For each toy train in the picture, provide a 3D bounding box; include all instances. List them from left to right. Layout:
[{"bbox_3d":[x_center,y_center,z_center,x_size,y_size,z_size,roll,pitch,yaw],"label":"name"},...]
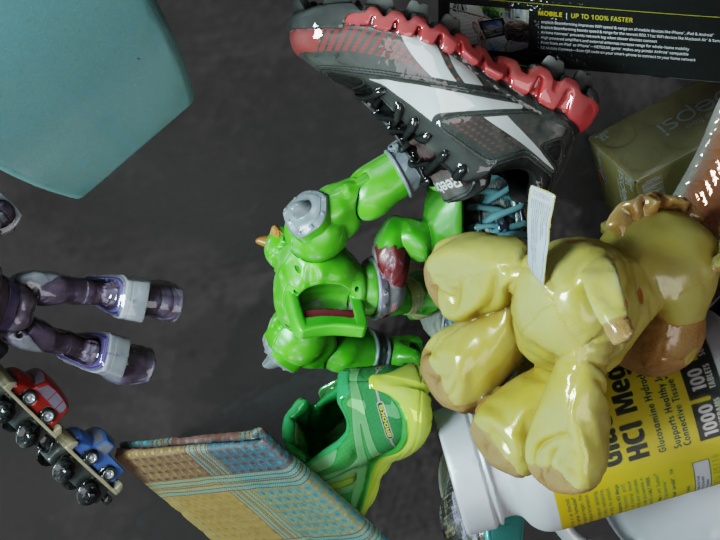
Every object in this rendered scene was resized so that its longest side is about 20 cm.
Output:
[{"bbox_3d":[-0.211,0.084,1.187,0.046,0.034,0.200,-45,129,-10],"label":"toy train"}]

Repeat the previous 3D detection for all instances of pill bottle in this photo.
[{"bbox_3d":[0.153,0.105,1.227,0.198,0.113,0.113,-17,128,2],"label":"pill bottle"}]

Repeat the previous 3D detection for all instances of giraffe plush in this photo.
[{"bbox_3d":[0.149,0.018,1.135,0.161,0.173,0.201,-18,140,-35],"label":"giraffe plush"}]

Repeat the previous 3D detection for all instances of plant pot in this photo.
[{"bbox_3d":[-0.185,-0.142,0.991,0.141,0.142,0.200,-40,136,2],"label":"plant pot"}]

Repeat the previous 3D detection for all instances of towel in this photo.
[{"bbox_3d":[-0.055,0.168,1.262,0.200,0.146,0.022,46,50,-35],"label":"towel"}]

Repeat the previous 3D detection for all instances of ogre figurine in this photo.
[{"bbox_3d":[0.000,0.000,1.194,0.119,0.099,0.200,-10,155,-23],"label":"ogre figurine"}]

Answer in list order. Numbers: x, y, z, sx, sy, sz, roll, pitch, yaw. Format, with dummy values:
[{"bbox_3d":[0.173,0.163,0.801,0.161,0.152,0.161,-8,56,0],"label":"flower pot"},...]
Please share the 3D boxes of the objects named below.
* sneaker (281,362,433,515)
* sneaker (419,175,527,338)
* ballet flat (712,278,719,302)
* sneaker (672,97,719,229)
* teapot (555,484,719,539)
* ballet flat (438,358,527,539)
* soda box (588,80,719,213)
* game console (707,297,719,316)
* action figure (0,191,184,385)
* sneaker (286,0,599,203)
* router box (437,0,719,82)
[{"bbox_3d":[-0.019,0.116,1.256,0.083,0.075,0.200,12,142,-17],"label":"sneaker"},{"bbox_3d":[0.088,-0.031,1.222,0.077,0.086,0.202,-9,113,-20],"label":"sneaker"},{"bbox_3d":[0.199,0.007,1.303,0.199,0.068,0.073,-34,147,-17],"label":"ballet flat"},{"bbox_3d":[0.267,-0.079,1.210,0.079,0.072,0.201,-15,145,-42],"label":"sneaker"},{"bbox_3d":[0.235,0.109,1.350,0.196,0.200,0.147,-32,105,20],"label":"teapot"},{"bbox_3d":[0.087,0.103,1.318,0.072,0.072,0.203,15,78,-33],"label":"ballet flat"},{"bbox_3d":[0.261,-0.097,1.289,0.199,0.068,0.064,-27,129,-10],"label":"soda box"},{"bbox_3d":[0.315,-0.045,1.245,0.200,0.116,0.176,-45,143,-14],"label":"game console"},{"bbox_3d":[-0.204,0.023,1.113,0.199,0.069,0.131,17,91,-45],"label":"action figure"},{"bbox_3d":[0.043,-0.096,1.093,0.199,0.071,0.099,20,83,-20],"label":"sneaker"},{"bbox_3d":[0.146,-0.194,1.113,0.198,0.051,0.150,7,124,12],"label":"router box"}]
